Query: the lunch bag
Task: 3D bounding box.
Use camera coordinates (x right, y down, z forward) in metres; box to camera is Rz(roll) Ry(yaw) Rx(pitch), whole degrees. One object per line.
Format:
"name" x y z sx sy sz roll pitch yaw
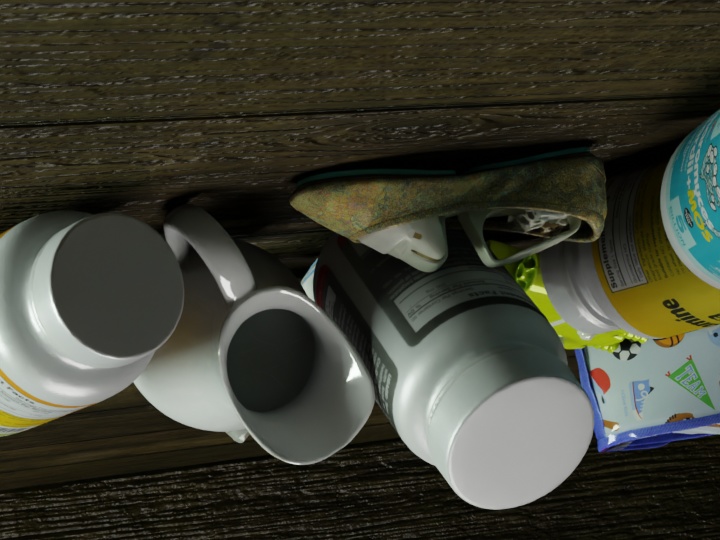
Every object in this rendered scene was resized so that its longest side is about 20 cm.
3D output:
"lunch bag" 0.262 0.045 1.832 0.198 0.171 0.124 -10 168 -9

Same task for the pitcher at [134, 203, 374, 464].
"pitcher" -0.089 0.024 1.455 0.121 0.172 0.200 -34 -161 -15

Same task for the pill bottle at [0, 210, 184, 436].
"pill bottle" -0.182 0.028 1.358 0.110 0.112 0.200 -5 171 -32

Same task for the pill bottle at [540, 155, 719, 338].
"pill bottle" 0.214 -0.019 1.505 0.112 0.113 0.199 -3 170 -41

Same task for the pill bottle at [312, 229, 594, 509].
"pill bottle" 0.056 0.048 1.425 0.113 0.115 0.200 -6 -145 -22

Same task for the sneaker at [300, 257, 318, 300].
"sneaker" 0.000 0.000 1.609 0.071 0.073 0.200 15 152 -14

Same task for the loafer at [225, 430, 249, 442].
"loafer" -0.036 0.059 1.751 0.199 0.070 0.070 -32 180 -27

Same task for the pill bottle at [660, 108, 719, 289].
"pill bottle" 0.241 -0.053 1.299 0.110 0.112 0.200 -8 172 -9

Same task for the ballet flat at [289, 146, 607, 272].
"ballet flat" 0.058 -0.032 1.391 0.199 0.071 0.071 -6 172 -21

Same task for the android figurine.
"android figurine" 0.118 0.023 1.729 0.199 0.041 0.182 18 161 -24
